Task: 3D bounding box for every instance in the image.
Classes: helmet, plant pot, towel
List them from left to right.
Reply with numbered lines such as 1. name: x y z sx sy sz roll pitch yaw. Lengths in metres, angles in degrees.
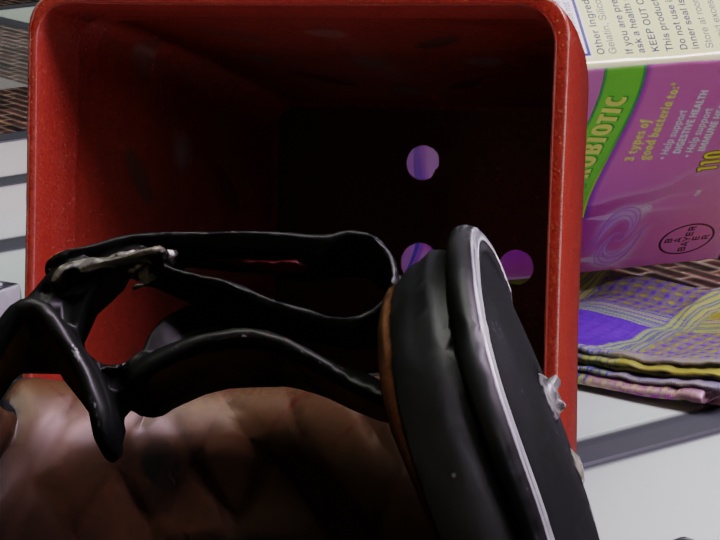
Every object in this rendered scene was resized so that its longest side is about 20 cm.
1. helmet: -0.034 0.095 0.475 0.199 0.191 0.200 -1 -25 -1
2. plant pot: 0.000 0.000 0.875 0.199 0.201 0.176 3 3 19
3. towel: 0.126 0.024 1.073 0.200 0.023 0.143 10 19 40

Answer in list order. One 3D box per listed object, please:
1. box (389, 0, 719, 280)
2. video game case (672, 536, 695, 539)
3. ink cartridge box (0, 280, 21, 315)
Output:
1. box: 0.089 -0.081 1.065 0.199 0.097 0.176 -5 -31 -14
2. video game case: 0.097 0.132 0.645 0.200 0.026 0.180 -15 19 -41
3. ink cartridge box: -0.256 0.038 1.040 0.099 0.039 0.200 8 18 33
